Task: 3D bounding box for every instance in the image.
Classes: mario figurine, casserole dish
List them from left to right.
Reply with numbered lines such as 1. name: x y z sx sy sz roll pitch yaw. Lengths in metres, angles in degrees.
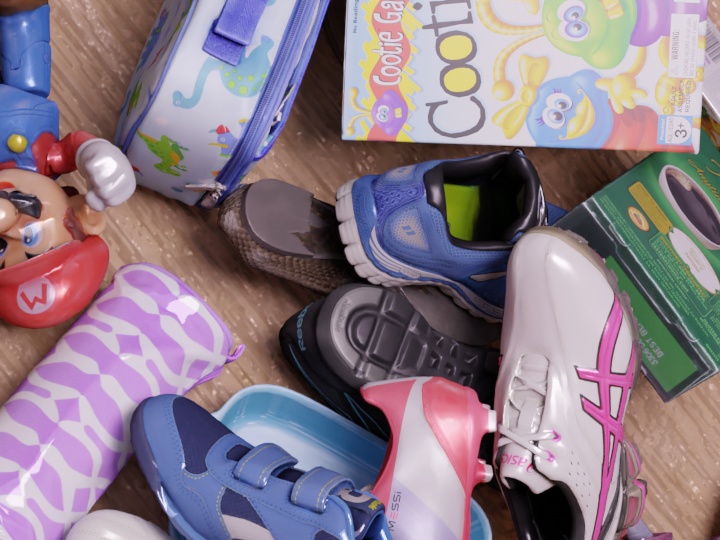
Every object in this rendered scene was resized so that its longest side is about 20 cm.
1. mario figurine: -0.195 -0.066 1.181 0.105 0.123 0.201 -6 72 -32
2. casserole dish: -0.020 0.149 1.215 0.199 0.039 0.122 30 68 -8

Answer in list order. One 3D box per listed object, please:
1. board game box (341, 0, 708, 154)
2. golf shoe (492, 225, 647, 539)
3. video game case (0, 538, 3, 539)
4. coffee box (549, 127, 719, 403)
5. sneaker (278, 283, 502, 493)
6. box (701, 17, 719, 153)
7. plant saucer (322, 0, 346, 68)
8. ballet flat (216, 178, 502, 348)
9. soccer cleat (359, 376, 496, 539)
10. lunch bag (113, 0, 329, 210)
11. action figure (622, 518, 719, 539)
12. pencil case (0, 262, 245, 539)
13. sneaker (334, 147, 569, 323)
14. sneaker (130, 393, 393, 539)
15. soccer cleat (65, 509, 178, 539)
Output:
1. board game box: 0.090 -0.126 1.231 0.198 0.105 0.104 2 99 -1
2. golf shoe: 0.108 0.077 1.171 0.092 0.072 0.201 -36 122 -49
3. video game case: -0.146 0.250 1.098 0.199 0.023 0.183 24 98 -2
4. coffee box: 0.188 -0.008 1.265 0.123 0.044 0.200 53 30 2
5. sneaker: 0.040 0.071 1.242 0.200 0.079 0.076 37 61 -25
6. box: 0.255 -0.066 1.362 0.041 0.039 0.200 -35 87 -21
7. plant saucer: 0.072 -0.176 1.291 0.198 0.029 0.202 0 100 1
8. ballet flat: 0.000 0.000 1.245 0.199 0.046 0.068 21 57 -33
9. soccer cleat: 0.026 0.157 1.163 0.076 0.067 0.202 7 90 -1
10. lunch bag: -0.069 -0.141 1.217 0.082 0.161 0.201 22 68 -10
11. action figure: 0.213 0.180 1.266 0.199 0.134 0.150 -27 127 -10
12. pencil case: -0.152 0.088 1.165 0.085 0.084 0.200 38 66 -2
13. sneaker: 0.079 -0.021 1.228 0.199 0.089 0.079 8 68 -49
14. sneaker: -0.034 0.127 1.121 0.200 0.082 0.074 43 22 8
15. soccer cleat: -0.081 0.207 1.134 0.069 0.077 0.201 -40 105 -22
